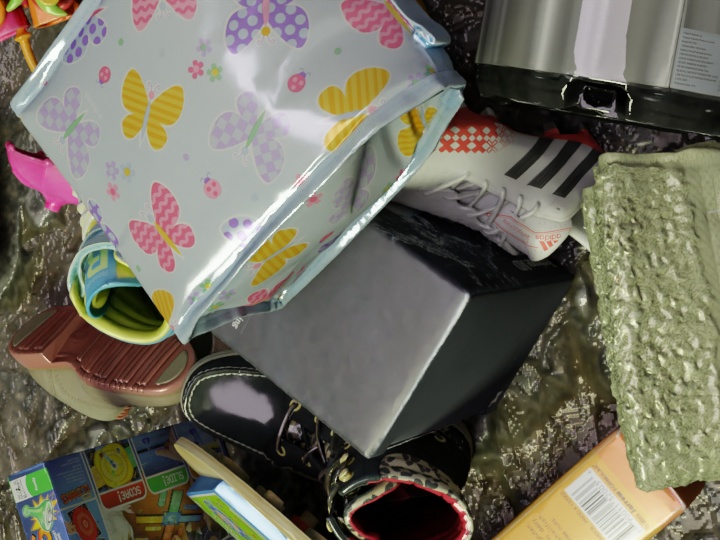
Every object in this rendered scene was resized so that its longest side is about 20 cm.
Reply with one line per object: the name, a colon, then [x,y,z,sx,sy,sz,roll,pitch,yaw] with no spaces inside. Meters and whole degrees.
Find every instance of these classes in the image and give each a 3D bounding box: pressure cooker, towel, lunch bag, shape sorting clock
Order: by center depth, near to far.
lunch bag: [-0.053,-0.092,0.718,0.170,0.127,0.200,50,121,13]
pressure cooker: [0.163,-0.181,0.791,0.177,0.176,0.202,13,99,28]
towel: [0.212,0.024,0.824,0.147,0.036,0.202,-7,88,-4]
shape sorting clock: [-0.044,0.176,0.923,0.199,0.200,0.039,34,71,21]

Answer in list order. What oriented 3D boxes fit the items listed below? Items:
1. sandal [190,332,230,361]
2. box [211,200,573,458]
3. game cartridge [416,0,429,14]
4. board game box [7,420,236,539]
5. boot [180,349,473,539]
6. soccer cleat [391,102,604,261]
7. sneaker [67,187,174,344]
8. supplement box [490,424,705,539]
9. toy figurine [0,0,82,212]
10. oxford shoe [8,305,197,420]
sandal: [-0.111,0.052,1.010,0.201,0.057,0.080,41,110,18]
box: [0.000,0.000,0.874,0.200,0.196,0.118,37,107,19]
game cartridge: [-0.063,-0.127,0.895,0.176,0.200,0.033,-28,85,26]
board game box: [-0.144,0.181,0.955,0.034,0.200,0.136,-23,83,26]
boot: [-0.021,0.113,0.882,0.202,0.154,0.074,16,102,-3]
soccer cleat: [0.082,-0.047,0.832,0.069,0.199,0.086,-35,65,42]
sneaker: [-0.163,-0.041,0.917,0.079,0.131,0.201,-36,93,27]
supplement box: [0.123,0.180,0.898,0.200,0.066,0.069,-44,77,22]
toy figurine: [-0.203,-0.140,1.027,0.198,0.150,0.185,-17,100,2]
oxford shoe: [-0.176,0.074,1.023,0.199,0.071,0.074,10,138,47]
